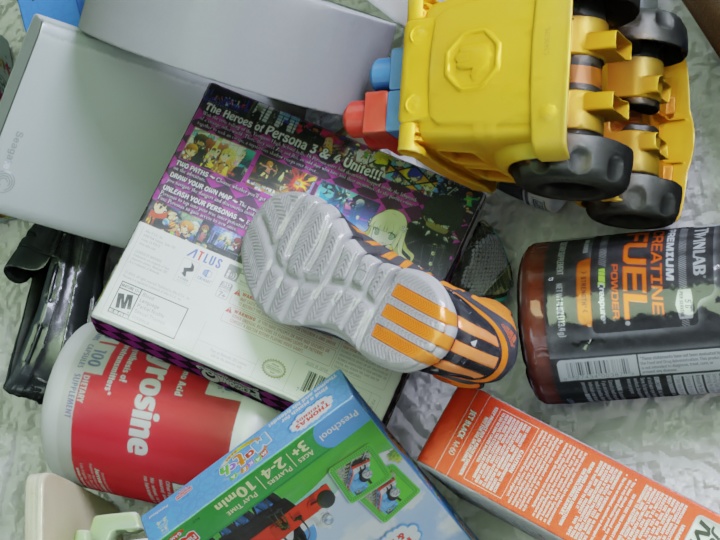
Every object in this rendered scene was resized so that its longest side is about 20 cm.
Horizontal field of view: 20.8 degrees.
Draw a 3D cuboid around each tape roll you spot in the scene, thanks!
[{"bbox_3d":[-0.079,-0.159,1.271,0.199,0.200,0.067,22,99,22],"label":"tape roll"}]

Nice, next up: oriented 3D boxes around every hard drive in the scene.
[{"bbox_3d":[-0.148,-0.080,1.318,0.132,0.199,0.026,-66,31,14],"label":"hard drive"}]

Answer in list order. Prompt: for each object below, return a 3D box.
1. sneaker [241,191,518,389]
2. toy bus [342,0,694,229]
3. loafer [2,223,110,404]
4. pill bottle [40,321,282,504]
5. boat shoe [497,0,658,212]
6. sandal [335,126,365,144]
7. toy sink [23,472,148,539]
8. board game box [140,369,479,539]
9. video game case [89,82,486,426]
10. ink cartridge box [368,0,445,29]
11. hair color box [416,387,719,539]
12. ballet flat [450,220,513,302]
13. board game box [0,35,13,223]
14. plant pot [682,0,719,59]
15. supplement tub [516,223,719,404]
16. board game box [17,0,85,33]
[{"bbox_3d":[0.015,0.023,1.187,0.200,0.112,0.078,36,97,44],"label":"sneaker"},{"bbox_3d":[0.096,-0.099,1.216,0.191,0.200,0.137,-5,76,30],"label":"toy bus"},{"bbox_3d":[-0.216,-0.005,1.384,0.070,0.068,0.202,8,73,-21],"label":"loafer"},{"bbox_3d":[-0.100,0.104,1.293,0.199,0.112,0.113,10,75,17],"label":"pill bottle"},{"bbox_3d":[0.143,-0.140,1.327,0.068,0.072,0.201,24,88,21],"label":"boat shoe"},{"bbox_3d":[-0.018,-0.044,1.341,0.070,0.078,0.212,38,80,20],"label":"sandal"},{"bbox_3d":[-0.138,0.232,1.255,0.111,0.130,0.201,-9,69,14],"label":"toy sink"},{"bbox_3d":[-0.016,0.177,1.206,0.151,0.200,0.037,-37,32,3],"label":"board game box"},{"bbox_3d":[-0.044,-0.005,1.252,0.199,0.036,0.182,22,70,8],"label":"video game case"},{"bbox_3d":[0.037,-0.252,1.328,0.084,0.145,0.201,-35,52,21],"label":"ink cartridge box"},{"bbox_3d":[0.144,0.148,1.205,0.199,0.111,0.064,28,82,23],"label":"hair color box"},{"bbox_3d":[0.000,0.000,1.303,0.199,0.072,0.072,-9,69,-3],"label":"ballet flat"},{"bbox_3d":[-0.351,-0.086,1.465,0.199,0.064,0.148,-19,69,12],"label":"board game box"},{"bbox_3d":[0.295,-0.182,1.234,0.200,0.200,0.199,-34,57,4],"label":"plant pot"},{"bbox_3d":[0.204,0.025,1.230,0.199,0.107,0.108,-6,71,15],"label":"supplement tub"},{"bbox_3d":[-0.201,-0.192,1.404,0.045,0.152,0.201,-22,66,10],"label":"board game box"}]
